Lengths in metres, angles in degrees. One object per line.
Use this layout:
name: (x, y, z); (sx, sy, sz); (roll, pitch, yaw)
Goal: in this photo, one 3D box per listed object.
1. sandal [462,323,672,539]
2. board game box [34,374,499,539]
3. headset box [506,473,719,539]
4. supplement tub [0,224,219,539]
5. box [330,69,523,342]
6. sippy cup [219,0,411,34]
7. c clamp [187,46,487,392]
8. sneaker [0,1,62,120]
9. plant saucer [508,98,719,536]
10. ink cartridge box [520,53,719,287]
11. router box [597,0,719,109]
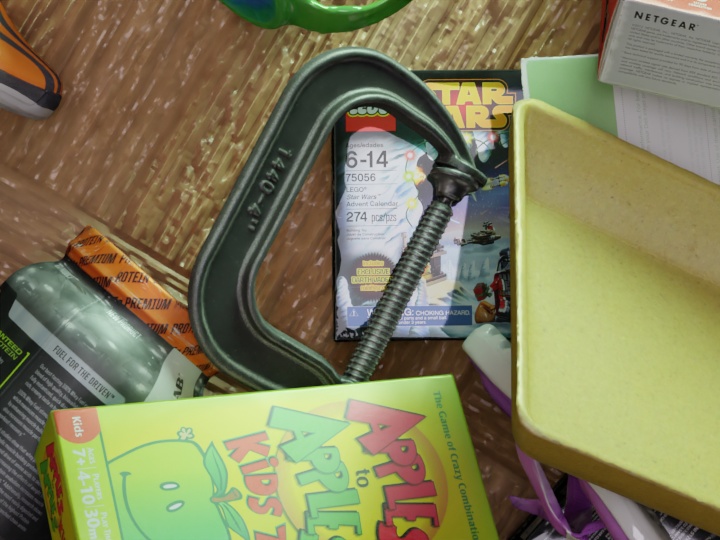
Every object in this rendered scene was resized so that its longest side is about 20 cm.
sandal: (0.094, 0.098, 1.264); (0.050, 0.203, 0.082); (-41, 122, 3)
board game box: (-0.042, 0.110, 1.238); (0.199, 0.048, 0.102); (-4, 61, -20)
headset box: (0.159, 0.192, 1.338); (0.200, 0.077, 0.149); (42, 87, -1)
supplement tub: (-0.161, 0.084, 1.309); (0.122, 0.123, 0.200); (41, 88, 0)
box: (0.084, -0.033, 1.362); (0.198, 0.040, 0.138); (-1, 87, -2)
sippy cup: (-0.037, -0.212, 1.327); (0.130, 0.139, 0.178); (-41, 115, -13)
c clamp: (0.000, 0.000, 1.309); (0.170, 0.027, 0.201); (24, 85, -26)
sneaker: (-0.212, -0.168, 1.339); (0.200, 0.078, 0.112); (37, 88, 0)
plant saucer: (0.141, 0.040, 1.212); (0.199, 0.048, 0.201); (23, 43, -21)
ink cartridge box: (0.164, -0.038, 1.315); (0.199, 0.048, 0.147); (-6, 90, -22)
router box: (0.218, -0.138, 1.308); (0.198, 0.180, 0.049); (12, 127, -2)
